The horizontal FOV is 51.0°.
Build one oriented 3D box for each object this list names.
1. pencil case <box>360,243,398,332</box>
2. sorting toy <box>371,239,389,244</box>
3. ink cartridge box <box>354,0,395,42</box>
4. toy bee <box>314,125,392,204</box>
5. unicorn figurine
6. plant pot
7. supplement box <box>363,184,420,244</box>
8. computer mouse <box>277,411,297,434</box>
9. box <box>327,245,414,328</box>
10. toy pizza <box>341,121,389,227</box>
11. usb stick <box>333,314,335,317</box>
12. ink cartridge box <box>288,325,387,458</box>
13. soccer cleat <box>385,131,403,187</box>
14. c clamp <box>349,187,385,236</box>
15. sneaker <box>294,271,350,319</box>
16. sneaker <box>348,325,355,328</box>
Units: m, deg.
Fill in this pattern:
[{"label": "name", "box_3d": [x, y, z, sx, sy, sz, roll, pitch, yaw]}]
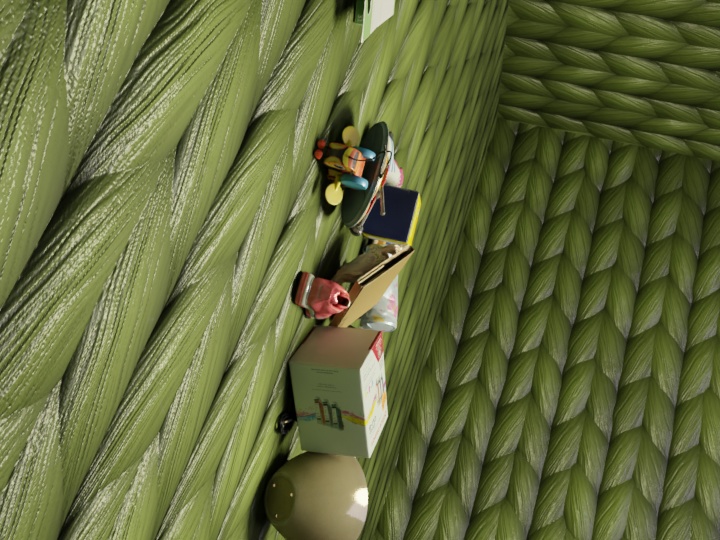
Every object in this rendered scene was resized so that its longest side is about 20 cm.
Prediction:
[{"label": "pencil case", "box_3d": [0.043, 0.040, 1.707, 0.091, 0.083, 0.201, 22, 62, -48]}, {"label": "sorting toy", "box_3d": [0.059, -0.075, 1.853, 0.185, 0.036, 0.201, -49, 150, -64]}, {"label": "ink cartridge box", "box_3d": [0.017, -0.468, 1.227, 0.200, 0.048, 0.146, -58, 158, -54]}, {"label": "toy bee", "box_3d": [-0.027, -0.189, 1.267, 0.200, 0.108, 0.132, 130, -25, -58]}, {"label": "unicorn figurine", "box_3d": [0.000, 0.000, 1.537, 0.200, 0.074, 0.137, -46, 172, 16]}, {"label": "plant pot", "box_3d": [-0.103, 0.433, 1.426, 0.134, 0.200, 0.202, 17, 87, -41]}, {"label": "supplement box", "box_3d": [0.066, -0.118, 1.631, 0.200, 0.108, 0.110, 20, 84, -84]}, {"label": "computer mouse", "box_3d": [-0.117, 0.281, 1.478, 0.200, 0.034, 0.059, -22, 126, -74]}, {"label": "box", "box_3d": [0.015, 0.045, 1.496, 0.163, 0.021, 0.200, -35, 165, -39]}, {"label": "toy pizza", "box_3d": [0.015, -0.171, 1.370, 0.200, 0.032, 0.201, -163, -90, -73]}, {"label": "usb stick", "box_3d": [-0.021, 0.088, 1.691, 0.200, 0.032, 0.056, 0, 110, -77]}, {"label": "ink cartridge box", "box_3d": [-0.037, 0.231, 1.444, 0.145, 0.144, 0.201, -55, 144, -60]}, {"label": "soccer cleat", "box_3d": [0.039, -0.212, 1.575, 0.087, 0.070, 0.200, -62, 157, -20]}, {"label": "c clamp", "box_3d": [0.012, -0.136, 1.457, 0.200, 0.027, 0.172, 123, -26, -60]}, {"label": "sneaker", "box_3d": [-0.058, 0.059, 1.376, 0.200, 0.086, 0.074, 45, 61, -76]}, {"label": "sneaker", "box_3d": [-0.035, 0.171, 1.667, 0.089, 0.075, 0.200, -65, 161, 5]}]
